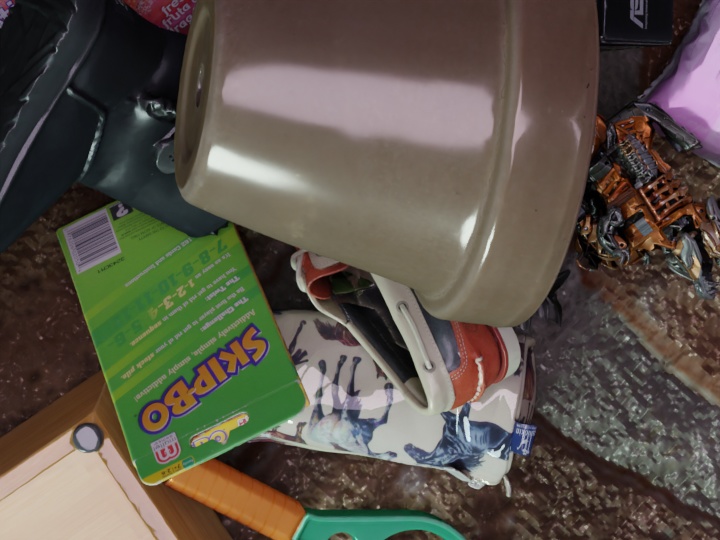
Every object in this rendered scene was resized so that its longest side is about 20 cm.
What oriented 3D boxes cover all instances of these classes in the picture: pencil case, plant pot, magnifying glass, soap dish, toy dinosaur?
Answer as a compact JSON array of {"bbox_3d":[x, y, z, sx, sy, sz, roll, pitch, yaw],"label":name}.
[{"bbox_3d":[-0.002,0.069,1.211,0.198,0.078,0.090,7,76,-2],"label":"pencil case"},{"bbox_3d":[0.004,-0.081,1.062,0.173,0.200,0.202,8,92,-13],"label":"plant pot"},{"bbox_3d":[-0.019,0.151,1.218,0.199,0.022,0.080,29,91,-16],"label":"magnifying glass"},{"bbox_3d":[-0.176,0.173,1.211,0.199,0.081,0.158,-34,92,-1],"label":"soap dish"},{"bbox_3d":[0.112,-0.042,1.196,0.200,0.102,0.136,41,105,36],"label":"toy dinosaur"}]

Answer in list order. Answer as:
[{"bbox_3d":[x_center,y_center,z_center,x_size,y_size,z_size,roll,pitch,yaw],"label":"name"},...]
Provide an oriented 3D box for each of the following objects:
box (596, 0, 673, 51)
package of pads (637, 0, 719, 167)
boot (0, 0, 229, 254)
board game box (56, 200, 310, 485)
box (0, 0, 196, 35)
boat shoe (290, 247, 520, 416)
[{"bbox_3d":[0.107,-0.215,1.160,0.044,0.160,0.202,-1,93,-25],"label":"box"},{"bbox_3d":[0.263,-0.089,1.211,0.199,0.076,0.121,30,94,-2],"label":"package of pads"},{"bbox_3d":[-0.138,-0.045,1.132,0.168,0.076,0.201,25,102,-43],"label":"boot"},{"bbox_3d":[-0.096,0.029,1.168,0.095,0.201,0.030,-26,135,0],"label":"board game box"},{"bbox_3d":[-0.178,-0.121,1.173,0.200,0.095,0.103,-41,49,1],"label":"box"},{"bbox_3d":[0.000,0.000,1.176,0.062,0.071,0.200,-29,59,-29],"label":"boat shoe"}]
